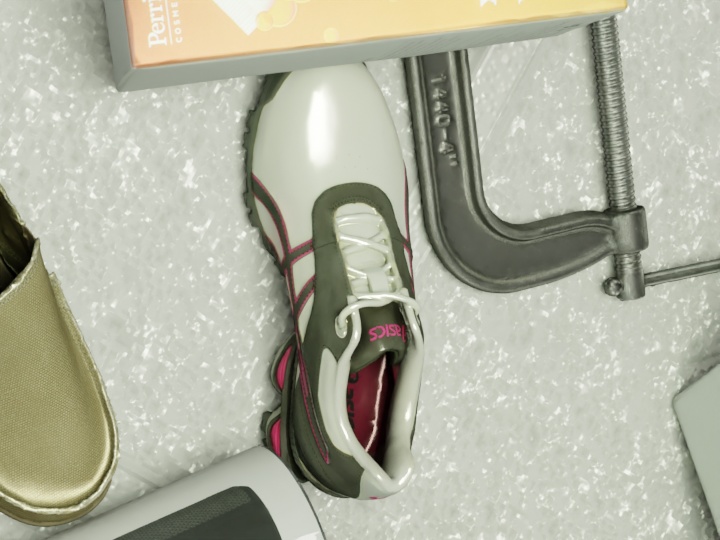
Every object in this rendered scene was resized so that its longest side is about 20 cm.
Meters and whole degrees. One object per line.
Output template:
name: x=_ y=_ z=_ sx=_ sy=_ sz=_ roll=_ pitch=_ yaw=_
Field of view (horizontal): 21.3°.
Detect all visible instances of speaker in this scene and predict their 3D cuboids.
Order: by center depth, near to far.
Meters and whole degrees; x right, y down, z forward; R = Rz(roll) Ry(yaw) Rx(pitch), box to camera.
speaker: x=-0.114 y=0.147 z=0.794 sx=0.199 sy=0.081 sz=0.082 roll=-21 pitch=105 yaw=-22

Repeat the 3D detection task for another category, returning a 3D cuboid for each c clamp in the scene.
c clamp: x=0.098 y=-0.074 z=0.907 sx=0.170 sy=0.027 sz=0.202 roll=-18 pitch=106 yaw=-19

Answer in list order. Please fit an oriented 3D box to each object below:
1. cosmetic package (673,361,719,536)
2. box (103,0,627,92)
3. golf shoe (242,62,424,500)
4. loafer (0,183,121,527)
cosmetic package: x=0.279 y=0.109 z=0.897 sx=0.164 sy=0.165 sz=0.201 roll=-6 pitch=67 yaw=-26
box: x=-0.007 y=-0.148 z=0.769 sx=0.198 sy=0.097 sz=0.126 roll=-9 pitch=92 yaw=-11
golf shoe: x=0.000 y=0.000 z=0.830 sx=0.077 sy=0.088 sz=0.202 roll=-7 pitch=98 yaw=-24
loafer: x=-0.155 y=0.020 z=0.764 sx=0.076 sy=0.067 sz=0.201 roll=-34 pitch=110 yaw=-19
